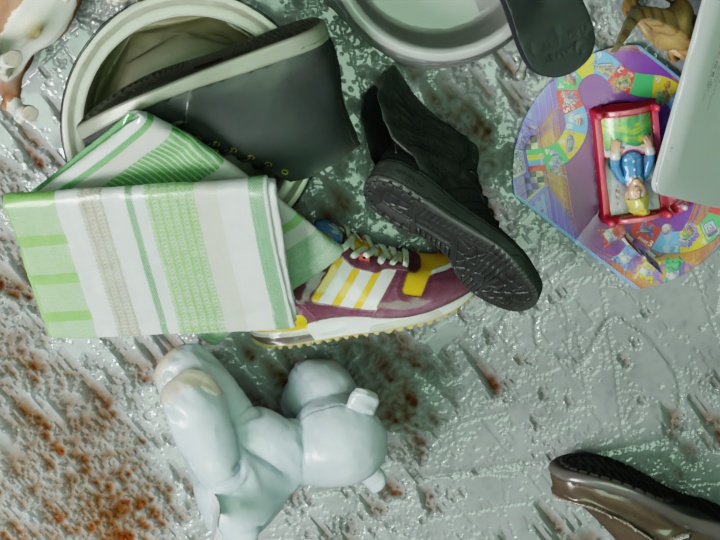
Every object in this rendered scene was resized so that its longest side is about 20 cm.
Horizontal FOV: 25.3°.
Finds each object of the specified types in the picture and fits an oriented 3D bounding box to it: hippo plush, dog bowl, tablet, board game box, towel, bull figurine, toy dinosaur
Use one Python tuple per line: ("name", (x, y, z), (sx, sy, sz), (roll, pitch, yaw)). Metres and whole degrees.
("hippo plush", (-0.063, 0.123, 1.255), (0.159, 0.200, 0.160), (-20, 126, -7))
("dog bowl", (-0.130, -0.117, 1.245), (0.198, 0.074, 0.203), (-1, 102, -4))
("tablet", (0.287, -0.151, 1.247), (0.129, 0.014, 0.202), (7, 101, -50))
("board game box", (0.225, -0.081, 1.293), (0.199, 0.039, 0.159), (36, 98, -11))
("towel", (-0.151, -0.011, 1.187), (0.197, 0.031, 0.150), (-2, 133, 5))
("towel", (-0.135, -0.029, 1.197), (0.152, 0.024, 0.199), (-33, 125, 30))
("bull figurine", (-0.235, -0.210, 1.204), (0.065, 0.122, 0.201), (25, 109, -37))
("dog bowl", (0.059, -0.250, 1.217), (0.198, 0.059, 0.202), (-1, 104, -4))
("toy dinosaur", (0.235, -0.190, 1.223), (0.060, 0.107, 0.199), (-44, 144, 22))

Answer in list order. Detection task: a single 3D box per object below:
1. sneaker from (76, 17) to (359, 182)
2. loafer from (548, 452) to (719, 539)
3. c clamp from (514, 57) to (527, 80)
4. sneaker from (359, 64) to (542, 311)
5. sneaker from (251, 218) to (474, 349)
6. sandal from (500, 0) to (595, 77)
("sneaker", (-0.102, -0.101, 1.175), (0.198, 0.075, 0.107), (-19, 108, 3))
("loafer", (0.242, 0.216, 1.345), (0.198, 0.073, 0.072), (24, 99, -9))
("c clamp", (0.066, -0.256, 1.172), (0.198, 0.027, 0.172), (22, 101, -9))
("sneaker", (0.074, -0.063, 1.259), (0.199, 0.105, 0.060), (37, 138, -10))
("sneaker", (0.000, 0.000, 1.280), (0.198, 0.075, 0.091), (-13, 109, -2))
("sandal", (0.112, -0.234, 1.150), (0.076, 0.043, 0.201), (-34, 102, -1))
